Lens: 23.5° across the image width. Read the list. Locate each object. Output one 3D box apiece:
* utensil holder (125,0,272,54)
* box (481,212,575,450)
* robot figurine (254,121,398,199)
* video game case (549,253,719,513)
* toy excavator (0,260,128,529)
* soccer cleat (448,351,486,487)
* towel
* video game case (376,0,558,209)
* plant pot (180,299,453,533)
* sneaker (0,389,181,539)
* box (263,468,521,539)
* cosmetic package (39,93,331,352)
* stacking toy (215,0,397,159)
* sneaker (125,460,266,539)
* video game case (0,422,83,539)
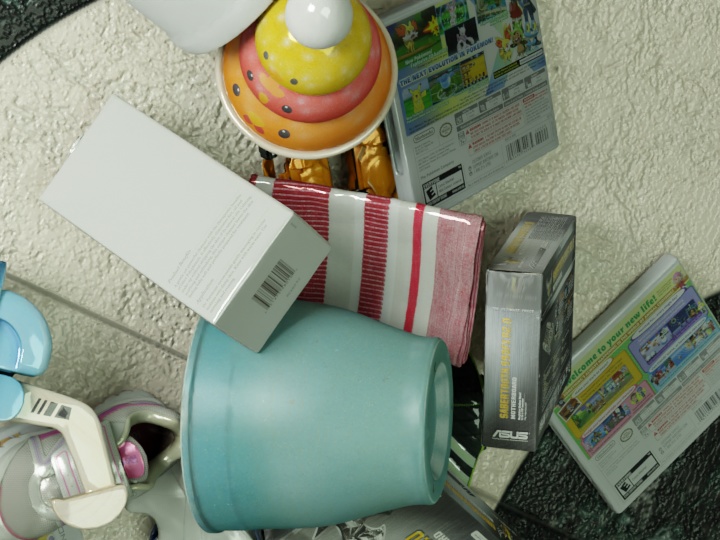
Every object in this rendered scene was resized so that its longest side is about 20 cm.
[{"bbox_3d":[-0.155,-0.285,1.286,0.200,0.170,0.170,35,87,-28],"label":"utensil holder"},{"bbox_3d":[0.150,0.050,1.526,0.048,0.200,0.159,4,107,14],"label":"box"},{"bbox_3d":[-0.028,-0.108,1.465,0.145,0.058,0.200,-19,113,-22],"label":"robot figurine"},{"bbox_3d":[0.278,0.113,1.709,0.200,0.022,0.182,-43,119,-10],"label":"video game case"},{"bbox_3d":[-0.263,0.088,1.321,0.200,0.100,0.195,12,83,-11],"label":"toy excavator"},{"bbox_3d":[0.070,0.168,1.592,0.081,0.068,0.200,-2,108,-26],"label":"soccer cleat"},{"bbox_3d":[0.000,0.000,1.441,0.200,0.023,0.144,11,122,11],"label":"towel"},{"bbox_3d":[0.092,-0.158,1.498,0.200,0.022,0.183,-30,117,-38],"label":"video game case"},{"bbox_3d":[-0.025,0.119,1.399,0.188,0.200,0.200,3,107,12],"label":"plant pot"},{"bbox_3d":[-0.218,0.155,1.395,0.200,0.088,0.081,-33,107,-36],"label":"sneaker"},{"bbox_3d":[0.033,0.244,1.559,0.158,0.048,0.200,-34,126,14],"label":"box"},{"bbox_3d":[-0.137,-0.038,1.341,0.108,0.200,0.085,-54,152,-3],"label":"cosmetic package"},{"bbox_3d":[-0.039,-0.174,1.302,0.146,0.200,0.146,1,80,-3],"label":"stacking toy"},{"bbox_3d":[-0.133,0.236,1.514,0.087,0.075,0.200,-29,115,3],"label":"sneaker"},{"bbox_3d":[-0.310,0.235,1.380,0.200,0.023,0.182,-24,102,-41],"label":"video game case"}]
